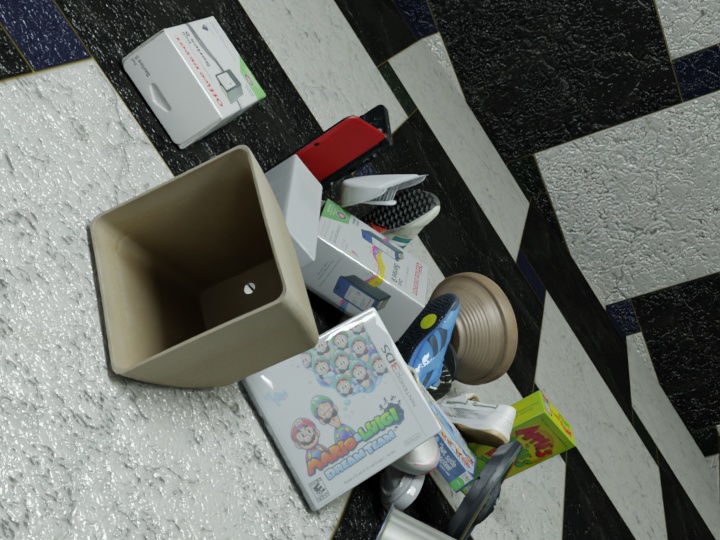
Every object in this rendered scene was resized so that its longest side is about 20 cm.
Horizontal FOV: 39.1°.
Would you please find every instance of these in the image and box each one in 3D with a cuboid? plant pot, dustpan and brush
[{"bbox_3d":[-0.151,0.021,1.114,0.177,0.200,0.200,49,20,-56],"label":"plant pot"},{"bbox_3d":[0.168,0.107,1.769,0.093,0.201,0.201,-10,68,-40],"label":"plant pot"},{"bbox_3d":[-0.007,-0.118,1.617,0.140,0.200,0.057,-24,113,-57],"label":"dustpan and brush"}]

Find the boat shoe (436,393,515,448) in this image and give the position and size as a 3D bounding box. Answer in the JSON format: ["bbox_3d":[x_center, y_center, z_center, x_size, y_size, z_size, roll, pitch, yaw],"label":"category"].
[{"bbox_3d":[0.165,0.224,1.571,0.071,0.200,0.069,44,66,-31],"label":"boat shoe"}]

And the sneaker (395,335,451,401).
[{"bbox_3d":[0.064,0.128,1.665,0.200,0.077,0.089,54,-10,-10],"label":"sneaker"}]

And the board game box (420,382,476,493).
[{"bbox_3d":[0.093,0.215,1.466,0.200,0.034,0.135,52,9,1],"label":"board game box"}]

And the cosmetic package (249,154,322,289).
[{"bbox_3d":[-0.116,-0.069,1.426,0.071,0.101,0.200,50,23,-27],"label":"cosmetic package"}]

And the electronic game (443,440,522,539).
[{"bbox_3d":[0.174,0.330,1.450,0.042,0.200,0.200,32,15,15],"label":"electronic game"}]

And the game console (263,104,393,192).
[{"bbox_3d":[-0.062,-0.197,1.587,0.119,0.200,0.172,46,24,-33],"label":"game console"}]

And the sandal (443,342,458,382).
[{"bbox_3d":[0.096,0.111,1.734,0.048,0.075,0.201,5,48,-53],"label":"sandal"}]

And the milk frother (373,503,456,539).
[{"bbox_3d":[0.077,0.408,1.205,0.188,0.200,0.181,26,-9,7],"label":"milk frother"}]

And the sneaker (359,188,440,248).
[{"bbox_3d":[0.051,-0.058,1.675,0.093,0.200,0.070,45,18,-50],"label":"sneaker"}]

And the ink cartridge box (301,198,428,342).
[{"bbox_3d":[0.000,0.000,1.541,0.200,0.088,0.145,35,25,-9],"label":"ink cartridge box"}]

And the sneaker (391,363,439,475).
[{"bbox_3d":[0.045,0.178,1.340,0.081,0.088,0.200,-30,84,-34],"label":"sneaker"}]

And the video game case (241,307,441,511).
[{"bbox_3d":[-0.021,0.167,1.257,0.200,0.024,0.182,-28,87,-26],"label":"video game case"}]

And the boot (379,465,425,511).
[{"bbox_3d":[0.034,0.248,1.408,0.096,0.074,0.200,48,14,-14],"label":"boot"}]

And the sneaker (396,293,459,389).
[{"bbox_3d":[0.105,0.129,1.600,0.078,0.066,0.200,44,69,-30],"label":"sneaker"}]

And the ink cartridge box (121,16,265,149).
[{"bbox_3d":[-0.234,-0.273,1.455,0.146,0.084,0.200,56,20,-10],"label":"ink cartridge box"}]

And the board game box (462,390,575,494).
[{"bbox_3d":[0.226,0.277,1.611,0.102,0.200,0.048,47,24,-31],"label":"board game box"}]
